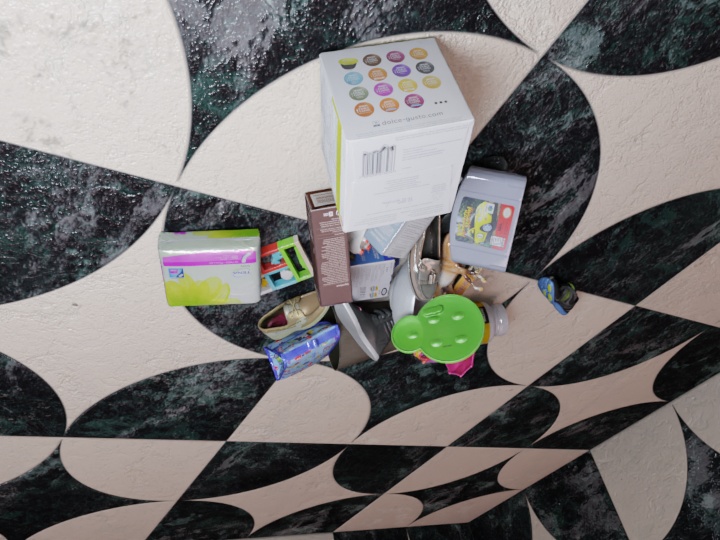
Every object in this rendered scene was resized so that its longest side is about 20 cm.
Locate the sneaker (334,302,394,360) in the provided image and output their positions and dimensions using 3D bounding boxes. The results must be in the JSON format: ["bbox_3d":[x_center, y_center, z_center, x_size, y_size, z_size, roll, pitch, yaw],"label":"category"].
[{"bbox_3d":[0.015,0.105,1.383,0.099,0.070,0.202,-45,124,-18],"label":"sneaker"}]

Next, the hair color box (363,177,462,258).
[{"bbox_3d":[0.102,-0.123,1.171,0.202,0.061,0.098,-54,153,18],"label":"hair color box"}]

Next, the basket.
[{"bbox_3d":[0.020,0.148,1.504,0.194,0.137,0.184,-10,131,-16],"label":"basket"}]

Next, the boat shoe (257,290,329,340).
[{"bbox_3d":[-0.157,0.103,1.420,0.197,0.076,0.066,-33,147,21],"label":"boat shoe"}]

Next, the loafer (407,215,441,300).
[{"bbox_3d":[0.138,-0.037,1.259,0.070,0.207,0.062,-7,-173,-37],"label":"loafer"}]

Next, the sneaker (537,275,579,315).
[{"bbox_3d":[0.543,0.055,1.649,0.083,0.071,0.198,-43,139,12],"label":"sneaker"}]

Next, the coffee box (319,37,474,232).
[{"bbox_3d":[0.045,-0.218,0.975,0.193,0.202,0.202,-10,146,-9],"label":"coffee box"}]

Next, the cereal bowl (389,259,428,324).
[{"bbox_3d":[0.121,0.054,1.394,0.081,0.204,0.202,12,152,22],"label":"cereal bowl"}]

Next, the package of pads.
[{"bbox_3d":[-0.296,-0.002,1.211,0.193,0.069,0.158,-3,133,-11],"label":"package of pads"}]

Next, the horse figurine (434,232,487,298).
[{"bbox_3d":[0.201,0.025,1.330,0.049,0.132,0.203,-32,156,-40],"label":"horse figurine"}]

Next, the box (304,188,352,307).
[{"bbox_3d":[-0.062,-0.045,1.180,0.072,0.101,0.206,-10,117,-8],"label":"box"}]

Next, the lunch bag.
[{"bbox_3d":[-0.131,0.184,1.418,0.147,0.096,0.200,-24,178,-21],"label":"lunch bag"}]

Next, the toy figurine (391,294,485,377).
[{"bbox_3d":[0.177,0.168,1.312,0.194,0.154,0.185,-11,147,10],"label":"toy figurine"}]

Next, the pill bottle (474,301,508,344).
[{"bbox_3d":[0.289,0.145,1.618,0.193,0.115,0.114,-9,144,-11],"label":"pill bottle"}]

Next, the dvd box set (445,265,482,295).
[{"bbox_3d":[0.253,0.009,1.420,0.029,0.147,0.202,35,134,5],"label":"dvd box set"}]

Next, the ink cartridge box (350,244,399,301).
[{"bbox_3d":[0.000,0.000,1.346,0.193,0.078,0.138,-6,144,-11],"label":"ink cartridge box"}]

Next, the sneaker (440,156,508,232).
[{"bbox_3d":[0.231,-0.154,1.255,0.197,0.061,0.103,-30,143,24],"label":"sneaker"}]

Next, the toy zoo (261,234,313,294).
[{"bbox_3d":[-0.206,0.000,1.312,0.194,0.021,0.132,-19,143,3],"label":"toy zoo"}]

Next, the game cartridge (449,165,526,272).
[{"bbox_3d":[0.245,-0.100,1.201,0.129,0.041,0.206,13,120,13],"label":"game cartridge"}]

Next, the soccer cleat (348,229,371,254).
[{"bbox_3d":[0.014,-0.125,1.203,0.069,0.077,0.203,-27,150,-57],"label":"soccer cleat"}]
